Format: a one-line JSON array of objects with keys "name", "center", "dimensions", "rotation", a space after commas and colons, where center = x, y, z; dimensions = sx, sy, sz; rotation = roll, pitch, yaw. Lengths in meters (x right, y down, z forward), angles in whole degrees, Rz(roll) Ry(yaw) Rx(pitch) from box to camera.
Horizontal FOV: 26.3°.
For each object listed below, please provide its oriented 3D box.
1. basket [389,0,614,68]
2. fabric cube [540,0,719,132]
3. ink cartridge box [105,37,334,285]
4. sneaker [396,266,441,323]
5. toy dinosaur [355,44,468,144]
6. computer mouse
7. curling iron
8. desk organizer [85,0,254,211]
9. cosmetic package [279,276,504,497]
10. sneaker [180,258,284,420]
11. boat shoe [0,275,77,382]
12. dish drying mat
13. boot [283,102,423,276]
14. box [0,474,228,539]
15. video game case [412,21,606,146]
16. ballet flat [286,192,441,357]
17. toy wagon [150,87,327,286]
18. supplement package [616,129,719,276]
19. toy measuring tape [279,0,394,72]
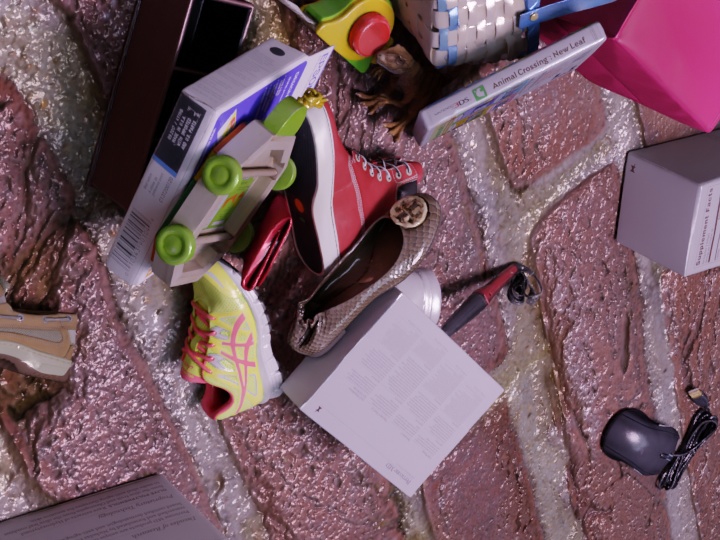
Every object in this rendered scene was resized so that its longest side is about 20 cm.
[{"name": "basket", "center": [0.125, -0.283, 1.436], "dimensions": [0.198, 0.177, 0.140], "rotation": [-23, 138, -11]}, {"name": "fabric cube", "center": [0.283, -0.291, 1.540], "dimensions": [0.199, 0.200, 0.197], "rotation": [29, 93, -43]}, {"name": "ink cartridge box", "center": [-0.120, -0.102, 1.332], "dimensions": [0.200, 0.043, 0.199], "rotation": [-38, 162, -53]}, {"name": "sneaker", "center": [0.022, 0.092, 1.622], "dimensions": [0.099, 0.075, 0.202], "rotation": [1, 104, -32]}, {"name": "toy dinosaur", "center": [0.060, -0.178, 1.494], "dimensions": [0.106, 0.061, 0.200], "rotation": [-37, 171, 22]}, {"name": "computer mouse", "center": [0.404, 0.212, 2.012], "dimensions": [0.199, 0.046, 0.141], "rotation": [33, 91, -45]}, {"name": "curling iron", "center": [0.138, 0.037, 1.666], "dimensions": [0.199, 0.050, 0.026], "rotation": [-26, 156, -50]}, {"name": "desk organizer", "center": [-0.164, -0.150, 1.324], "dimensions": [0.071, 0.077, 0.202], "rotation": [6, 109, -41]}, {"name": "cosmetic package", "center": [0.035, 0.119, 1.552], "dimensions": [0.151, 0.052, 0.200], "rotation": [-49, 130, -3]}, {"name": "sneaker", "center": [-0.135, 0.067, 1.465], "dimensions": [0.090, 0.078, 0.201], "rotation": [-32, 130, -20]}, {"name": "boat shoe", "center": [-0.324, 0.038, 1.308], "dimensions": [0.199, 0.071, 0.077], "rotation": [22, 83, -51]}, {"name": "dish drying mat", "center": [-0.085, -0.027, 1.393], "dimensions": [0.018, 0.200, 0.077], "rotation": [27, 95, -6]}, {"name": "boot", "center": [-0.004, -0.107, 1.489], "dimensions": [0.144, 0.072, 0.201], "rotation": [-31, 137, -24]}, {"name": "box", "center": [-0.232, 0.339, 1.460], "dimensions": [0.198, 0.171, 0.201], "rotation": [-14, 121, -34]}, {"name": "video game case", "center": [0.135, -0.174, 1.461], "dimensions": [0.181, 0.200, 0.022], "rotation": [-27, 90, 0]}, {"name": "ballet flat", "center": [0.000, 0.000, 1.482], "dimensions": [0.200, 0.067, 0.046], "rotation": [-46, 137, 1]}, {"name": "toy wagon", "center": [-0.100, -0.074, 1.286], "dimensions": [0.201, 0.039, 0.155], "rotation": [-55, 171, 13]}, {"name": "supplement package", "center": [0.416, -0.085, 1.815], "dimensions": [0.198, 0.117, 0.119], "rotation": [-14, 121, -33]}, {"name": "toy measuring tape", "center": [-0.023, -0.244, 1.389], "dimensions": [0.074, 0.073, 0.200], "rotation": [-57, 142, 0]}]
